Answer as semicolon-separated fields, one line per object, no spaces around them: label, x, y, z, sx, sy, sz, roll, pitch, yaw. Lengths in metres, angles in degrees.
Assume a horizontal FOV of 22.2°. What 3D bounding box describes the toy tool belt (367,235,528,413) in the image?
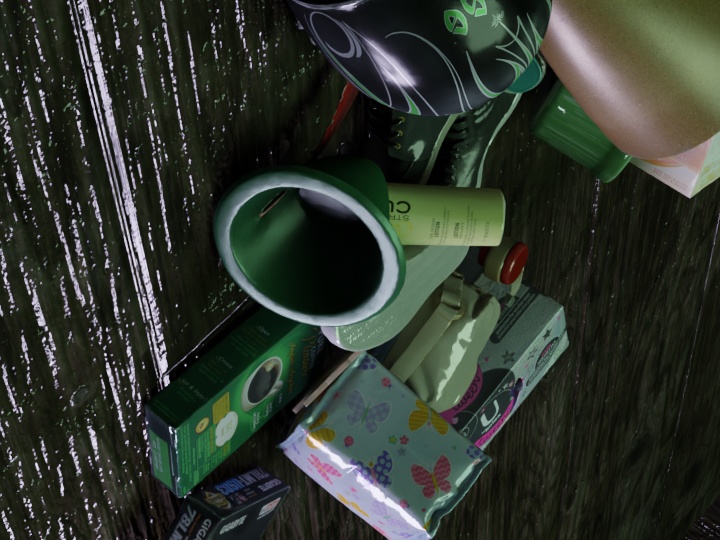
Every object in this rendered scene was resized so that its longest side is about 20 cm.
toy tool belt;0.072;0.037;1.858;0.200;0.123;0.125;-62;160;-3

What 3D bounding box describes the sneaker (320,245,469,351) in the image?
sneaker;0.000;0.000;1.656;0.200;0.116;0.074;-39;133;-42

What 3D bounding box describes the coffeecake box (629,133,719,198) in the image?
coffeecake box;0.338;-0.205;1.972;0.073;0.153;0.200;-32;147;-41

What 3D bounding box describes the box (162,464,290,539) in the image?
box;-0.162;0.294;1.782;0.199;0.050;0.200;-59;168;10

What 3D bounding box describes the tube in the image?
tube;0.024;-0.048;1.597;0.052;0.200;0.058;136;-44;-79

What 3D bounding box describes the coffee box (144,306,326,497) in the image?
coffee box;-0.111;0.106;1.680;0.200;0.044;0.123;-41;154;-28

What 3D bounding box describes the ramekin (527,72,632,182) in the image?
ramekin;0.244;-0.196;1.801;0.200;0.098;0.200;-63;-177;6

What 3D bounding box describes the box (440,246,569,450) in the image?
box;0.115;0.099;1.979;0.200;0.132;0.115;-50;157;-12

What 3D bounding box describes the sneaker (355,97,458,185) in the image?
sneaker;0.023;-0.134;1.605;0.106;0.075;0.200;17;107;-53

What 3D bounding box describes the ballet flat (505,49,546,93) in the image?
ballet flat;0.093;-0.236;1.558;0.069;0.069;0.200;-47;122;-17

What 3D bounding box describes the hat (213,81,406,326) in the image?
hat;-0.010;-0.076;1.553;0.200;0.166;0.176;-39;-163;44

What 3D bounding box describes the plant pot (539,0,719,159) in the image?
plant pot;0.218;-0.222;1.541;0.200;0.186;0.186;33;92;-36

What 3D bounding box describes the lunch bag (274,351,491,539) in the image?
lunch bag;0.015;0.175;1.782;0.127;0.170;0.200;-50;180;-19

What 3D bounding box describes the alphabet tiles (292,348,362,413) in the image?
alphabet tiles;0.009;0.057;1.742;0.167;0.008;0.200;-45;-178;27

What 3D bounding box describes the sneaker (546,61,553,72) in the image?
sneaker;0.135;-0.231;1.687;0.084;0.077;0.200;-39;153;5

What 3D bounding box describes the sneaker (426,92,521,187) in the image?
sneaker;0.079;-0.117;1.719;0.200;0.071;0.099;-63;154;4

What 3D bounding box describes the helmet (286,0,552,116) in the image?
helmet;0.052;-0.211;1.406;0.191;0.200;0.200;37;88;-42
